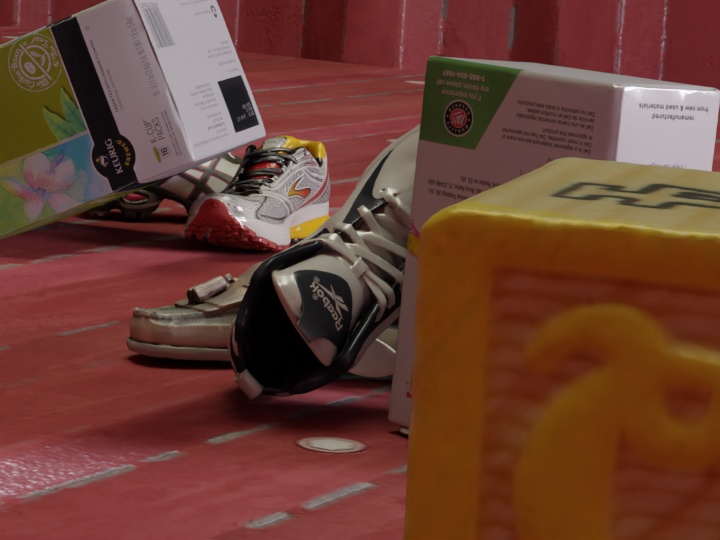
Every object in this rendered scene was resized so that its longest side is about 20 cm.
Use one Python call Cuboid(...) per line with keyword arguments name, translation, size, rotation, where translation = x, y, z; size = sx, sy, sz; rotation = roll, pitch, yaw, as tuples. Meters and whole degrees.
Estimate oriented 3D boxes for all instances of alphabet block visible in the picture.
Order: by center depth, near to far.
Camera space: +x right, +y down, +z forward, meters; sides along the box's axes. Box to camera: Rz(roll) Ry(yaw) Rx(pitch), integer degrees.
Cuboid(name="alphabet block", translation=(0.131, 0.067, 1.002), size=(0.195, 0.197, 0.200), rotation=(4, 9, 16))

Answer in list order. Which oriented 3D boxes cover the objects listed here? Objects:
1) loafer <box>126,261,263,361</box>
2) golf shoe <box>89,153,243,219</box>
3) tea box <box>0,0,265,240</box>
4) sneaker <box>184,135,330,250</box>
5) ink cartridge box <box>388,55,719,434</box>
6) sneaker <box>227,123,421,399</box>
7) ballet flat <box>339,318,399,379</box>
Cuboid(name="loafer", translation=(-0.048, 0.019, 1.644), size=(0.199, 0.063, 0.072), rotation=(-1, 9, -27))
Cuboid(name="golf shoe", translation=(-0.131, -0.084, 2.193), size=(0.198, 0.089, 0.077), rotation=(3, 7, -10))
Cuboid(name="tea box", translation=(-0.202, -0.117, 2.025), size=(0.196, 0.134, 0.200), rotation=(-21, 2, 15))
Cuboid(name="sneaker", translation=(-0.079, -0.061, 2.082), size=(0.077, 0.083, 0.200), rotation=(6, 10, 17))
Cuboid(name="ink cartridge box", translation=(0.099, -0.004, 1.417), size=(0.084, 0.202, 0.144), rotation=(0, 9, -41))
Cuboid(name="sneaker", translation=(0.000, 0.000, 1.470), size=(0.199, 0.080, 0.130), rotation=(-37, 6, 13))
Cuboid(name="ballet flat", translation=(0.047, 0.044, 1.575), size=(0.198, 0.068, 0.071), rotation=(4, 33, 2))
